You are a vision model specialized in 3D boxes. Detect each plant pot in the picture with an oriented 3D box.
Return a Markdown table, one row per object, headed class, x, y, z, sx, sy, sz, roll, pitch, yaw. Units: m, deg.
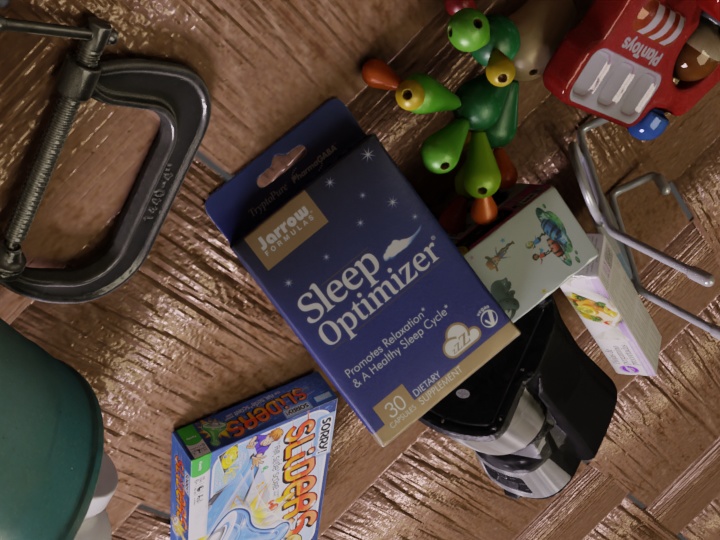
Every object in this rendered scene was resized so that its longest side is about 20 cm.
| class | x | y | z | sx | sy | sz | roll | pitch | yaw |
| --- | --- | --- | --- | --- | --- | --- | --- | --- | --- |
| plant pot | -0.269 | 0.079 | 0.703 | 0.200 | 0.200 | 0.188 | -40 | 130 | -2 |

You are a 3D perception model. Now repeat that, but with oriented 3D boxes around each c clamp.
| class | x | y | z | sx | sy | sz | roll | pitch | yaw |
| --- | --- | --- | --- | --- | --- | --- | --- | --- | --- |
| c clamp | -0.168 | -0.060 | 0.789 | 0.170 | 0.027 | 0.202 | -8 | 132 | -46 |

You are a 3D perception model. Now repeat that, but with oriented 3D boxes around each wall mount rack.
| class | x | y | z | sx | sy | sz | roll | pitch | yaw |
| --- | --- | --- | --- | --- | --- | --- | --- | --- | --- |
| wall mount rack | 0.232 | -0.028 | 1.084 | 0.074 | 0.176 | 0.200 | -21 | 149 | 14 |

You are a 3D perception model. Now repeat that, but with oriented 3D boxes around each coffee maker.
| class | x | y | z | sx | sy | sz | roll | pitch | yaw |
| --- | --- | --- | --- | --- | --- | --- | --- | --- | --- |
| coffee maker | 0.147 | 0.085 | 1.156 | 0.192 | 0.135 | 0.200 | -44 | 146 | 2 |

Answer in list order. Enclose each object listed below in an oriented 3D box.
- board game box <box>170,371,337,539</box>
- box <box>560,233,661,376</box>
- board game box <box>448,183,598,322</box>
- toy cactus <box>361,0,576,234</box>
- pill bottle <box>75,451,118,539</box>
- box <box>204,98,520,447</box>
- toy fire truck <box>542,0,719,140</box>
| class | x | y | z | sx | sy | sz | roll | pitch | yaw |
| --- | --- | --- | --- | --- | --- | --- | --- | --- | --- |
| board game box | -0.091 | 0.184 | 1.113 | 0.134 | 0.035 | 0.202 | -22 | 141 | -27 |
| box | 0.208 | 0.031 | 1.119 | 0.200 | 0.038 | 0.042 | 46 | 52 | -54 |
| board game box | 0.059 | 0.019 | 0.989 | 0.199 | 0.065 | 0.147 | -39 | -171 | -5 |
| toy cactus | 0.085 | -0.129 | 0.924 | 0.165 | 0.102 | 0.201 | -51 | 147 | -21 |
| pill bottle | -0.241 | 0.203 | 0.919 | 0.110 | 0.111 | 0.201 | 11 | 120 | -49 |
| box | 0.000 | 0.000 | 0.889 | 0.121 | 0.201 | 0.032 | -38 | -173 | -5 |
| toy fire truck | 0.222 | -0.176 | 0.955 | 0.199 | 0.112 | 0.169 | 9 | 120 | -54 |
